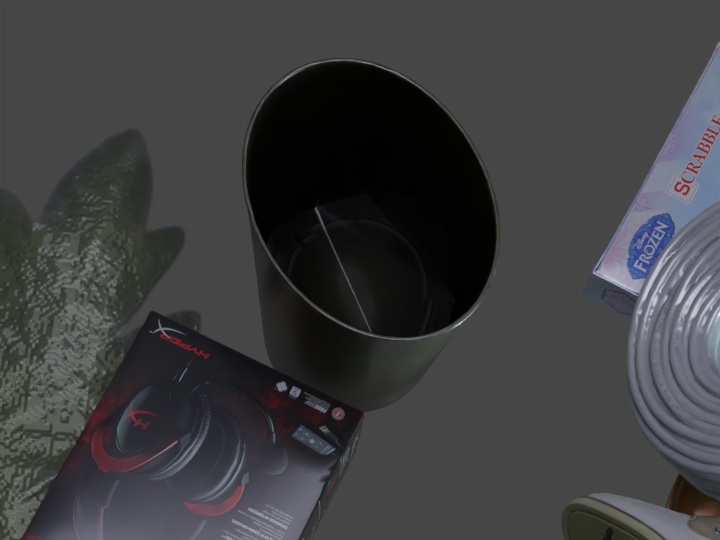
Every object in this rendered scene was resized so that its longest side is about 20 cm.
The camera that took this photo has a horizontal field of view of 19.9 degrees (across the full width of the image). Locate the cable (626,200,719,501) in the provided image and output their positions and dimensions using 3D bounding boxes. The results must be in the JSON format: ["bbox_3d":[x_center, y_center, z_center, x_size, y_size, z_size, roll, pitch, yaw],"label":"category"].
[{"bbox_3d":[0.251,0.042,1.206,0.199,0.069,0.201,4,65,44],"label":"cable"}]

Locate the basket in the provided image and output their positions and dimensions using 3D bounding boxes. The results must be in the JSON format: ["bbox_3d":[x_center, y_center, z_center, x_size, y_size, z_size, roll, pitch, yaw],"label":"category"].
[{"bbox_3d":[0.000,0.000,1.227,0.136,0.200,0.181,-22,68,-13],"label":"basket"}]

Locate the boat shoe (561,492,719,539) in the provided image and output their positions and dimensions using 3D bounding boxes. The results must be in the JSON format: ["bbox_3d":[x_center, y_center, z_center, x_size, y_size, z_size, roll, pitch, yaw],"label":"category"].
[{"bbox_3d":[0.212,0.184,1.217,0.200,0.075,0.068,29,45,33],"label":"boat shoe"}]

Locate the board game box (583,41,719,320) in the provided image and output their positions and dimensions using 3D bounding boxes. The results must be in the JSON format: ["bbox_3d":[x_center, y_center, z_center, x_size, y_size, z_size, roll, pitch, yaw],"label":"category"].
[{"bbox_3d":[0.278,-0.023,1.346,0.199,0.041,0.200,29,67,8],"label":"board game box"}]

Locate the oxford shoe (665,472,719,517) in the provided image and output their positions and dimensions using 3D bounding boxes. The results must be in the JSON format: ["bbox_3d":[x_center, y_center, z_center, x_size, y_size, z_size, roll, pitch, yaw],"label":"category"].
[{"bbox_3d":[0.262,0.099,1.250,0.200,0.071,0.071,-45,84,4],"label":"oxford shoe"}]

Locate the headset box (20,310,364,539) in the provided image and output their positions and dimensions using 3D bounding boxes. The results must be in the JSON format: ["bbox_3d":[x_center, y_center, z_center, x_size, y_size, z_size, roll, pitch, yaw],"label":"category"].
[{"bbox_3d":[-0.106,0.149,1.220,0.148,0.075,0.200,26,66,6],"label":"headset box"}]
